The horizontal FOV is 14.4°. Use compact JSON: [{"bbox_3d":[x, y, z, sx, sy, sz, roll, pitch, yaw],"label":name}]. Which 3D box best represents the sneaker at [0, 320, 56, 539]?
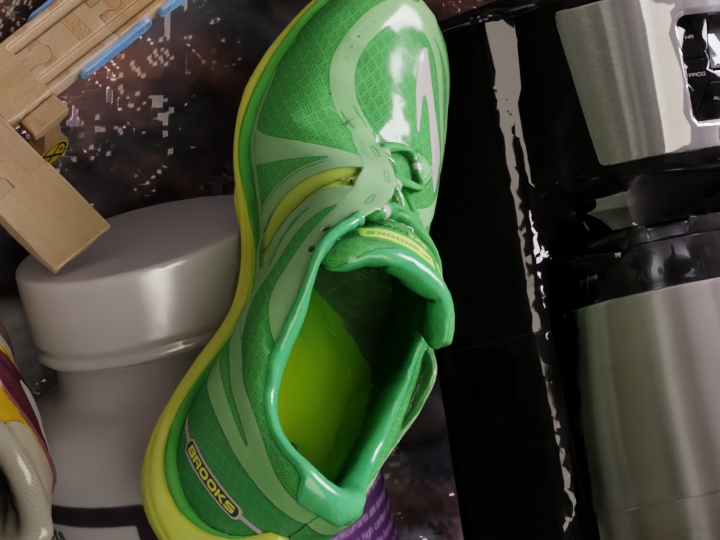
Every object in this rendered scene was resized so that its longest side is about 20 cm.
[{"bbox_3d":[-0.165,0.024,0.792,0.200,0.090,0.075,24,113,-38],"label":"sneaker"}]

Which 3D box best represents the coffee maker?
[{"bbox_3d":[0.070,0.013,0.923,0.135,0.192,0.200,0,78,-60],"label":"coffee maker"}]

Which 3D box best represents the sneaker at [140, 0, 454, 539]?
[{"bbox_3d":[0.000,0.000,0.826,0.074,0.084,0.200,33,56,-31],"label":"sneaker"}]

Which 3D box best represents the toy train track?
[{"bbox_3d":[-0.095,-0.066,0.899,0.200,0.033,0.115,-41,77,-19],"label":"toy train track"}]

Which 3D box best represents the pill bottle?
[{"bbox_3d":[-0.045,0.083,0.906,0.111,0.111,0.200,-19,106,-19],"label":"pill bottle"}]
